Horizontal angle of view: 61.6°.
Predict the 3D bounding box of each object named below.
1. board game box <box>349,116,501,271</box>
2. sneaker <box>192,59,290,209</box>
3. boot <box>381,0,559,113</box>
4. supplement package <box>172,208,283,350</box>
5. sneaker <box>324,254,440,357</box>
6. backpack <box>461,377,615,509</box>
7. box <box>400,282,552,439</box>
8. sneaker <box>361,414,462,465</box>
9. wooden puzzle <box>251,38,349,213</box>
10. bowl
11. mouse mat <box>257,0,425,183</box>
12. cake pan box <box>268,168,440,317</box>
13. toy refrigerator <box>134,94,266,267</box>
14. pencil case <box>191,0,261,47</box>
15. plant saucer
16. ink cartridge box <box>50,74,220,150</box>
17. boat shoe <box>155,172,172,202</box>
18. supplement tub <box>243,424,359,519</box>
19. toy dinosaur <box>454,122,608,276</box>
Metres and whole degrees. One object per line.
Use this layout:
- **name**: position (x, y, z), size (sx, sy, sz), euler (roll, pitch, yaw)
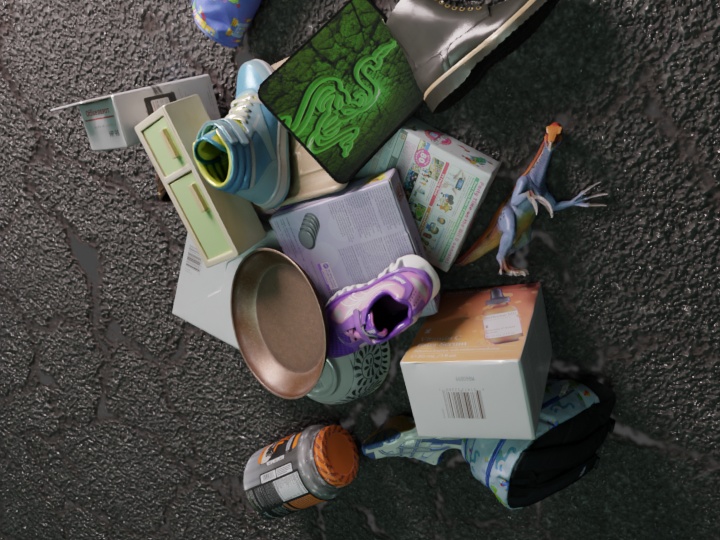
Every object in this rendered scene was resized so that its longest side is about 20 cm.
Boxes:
- **board game box**: position (0.067, -0.116, 0.811), size (0.196, 0.064, 0.151), euler (30, 122, 12)
- **sneaker**: position (-0.155, -0.188, 0.765), size (0.078, 0.129, 0.207), euler (-18, 75, 35)
- **boot**: position (0.123, -0.305, 0.703), size (0.198, 0.077, 0.141), euler (-37, 82, 24)
- **supplement package**: position (-0.183, -0.007, 0.934), size (0.152, 0.111, 0.205), euler (24, 113, 13)
- **sneaker**: position (0.010, 0.061, 0.765), size (0.198, 0.089, 0.081), euler (-34, 107, 31)
- **backpack**: position (0.230, 0.230, 0.805), size (0.152, 0.197, 0.168), euler (30, 124, 32)
- **box**: position (0.158, 0.112, 0.784), size (0.148, 0.200, 0.110), euler (-7, 111, 26)
- **sneaker**: position (0.089, 0.278, 0.962), size (0.197, 0.075, 0.090), euler (-28, 99, 32)
- **wooden puzzle**: position (-0.086, -0.190, 0.821), size (0.181, 0.046, 0.208), euler (-8, 82, 37)
- **bowl**: position (-0.058, 0.140, 0.960), size (0.195, 0.094, 0.207), euler (10, 115, 22)
- **mouse mat**: position (-0.011, -0.229, 0.751), size (0.161, 0.008, 0.200), euler (44, 79, -1)
- **cake pan box**: position (-0.003, -0.012, 0.810), size (0.179, 0.053, 0.205), euler (-14, 111, 25)
- **toy refrigerator**: position (-0.210, -0.113, 0.793), size (0.074, 0.070, 0.205), euler (-14, 106, 38)
- **pencil case**: position (-0.153, -0.397, 0.781), size (0.085, 0.079, 0.201), euler (24, 124, -21)
- **plant saucer**: position (-0.105, 0.069, 0.818), size (0.196, 0.036, 0.208), euler (13, 109, 41)
- **ink cartridge box**: position (-0.311, -0.218, 0.847), size (0.114, 0.198, 0.069), euler (6, 117, 42)
- **boat shoe**: position (-0.240, -0.154, 0.921), size (0.196, 0.069, 0.073), euler (-15, 66, 38)
- **supplement tub**: position (-0.102, 0.348, 1.053), size (0.197, 0.123, 0.124), euler (-31, 97, 31)
- **toy dinosaur**: position (0.197, -0.088, 0.753), size (0.195, 0.104, 0.189), euler (8, 95, 35)
